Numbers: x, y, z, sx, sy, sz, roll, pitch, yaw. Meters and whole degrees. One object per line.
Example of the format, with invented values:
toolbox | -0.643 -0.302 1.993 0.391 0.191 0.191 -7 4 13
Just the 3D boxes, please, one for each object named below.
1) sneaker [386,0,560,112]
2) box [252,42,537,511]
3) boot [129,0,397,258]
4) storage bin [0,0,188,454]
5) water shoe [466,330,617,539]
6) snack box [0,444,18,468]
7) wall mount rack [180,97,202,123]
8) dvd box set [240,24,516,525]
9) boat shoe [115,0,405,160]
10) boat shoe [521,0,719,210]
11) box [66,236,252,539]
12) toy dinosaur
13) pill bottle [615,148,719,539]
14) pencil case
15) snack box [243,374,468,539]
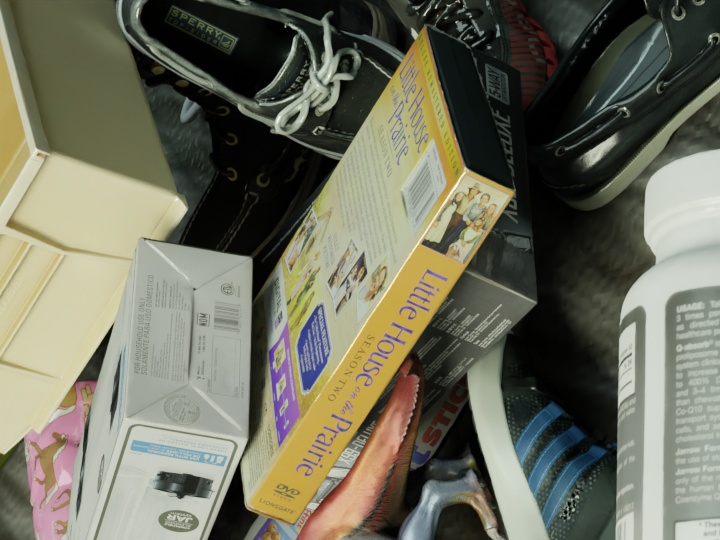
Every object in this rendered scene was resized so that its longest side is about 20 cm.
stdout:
sneaker | 0.051 -0.144 1.132 0.071 0.098 0.202 -34 48 28
box | 0.011 0.005 1.061 0.200 0.049 0.159 -47 31 40
boot | -0.084 -0.095 1.209 0.201 0.150 0.073 -54 40 10
storage bin | -0.196 -0.041 1.126 0.199 0.093 0.201 -53 38 27
water shoe | 0.105 0.106 0.973 0.078 0.072 0.201 -19 50 7
snack box | -0.210 0.055 1.282 0.201 0.053 0.142 -53 0 12
wall mount rack | -0.084 -0.191 1.291 0.201 0.074 0.174 -61 13 2
dvd box set | 0.000 0.000 0.979 0.201 0.029 0.147 -58 22 24
boat shoe | -0.035 -0.108 1.122 0.074 0.198 0.068 -59 19 6
boat shoe | 0.147 -0.122 1.037 0.200 0.066 0.075 -47 42 18
box | -0.107 0.093 1.066 0.201 0.060 0.117 113 162 -48
toy dinosaur | -0.021 0.139 1.016 0.180 0.201 0.105 -24 25 4
pill bottle | 0.165 0.058 0.868 0.115 0.115 0.202 -15 64 42
pencil case | -0.146 0.155 1.195 0.087 0.082 0.201 93 168 -51
snack box | -0.001 0.101 1.107 0.201 0.024 0.072 -58 38 6
